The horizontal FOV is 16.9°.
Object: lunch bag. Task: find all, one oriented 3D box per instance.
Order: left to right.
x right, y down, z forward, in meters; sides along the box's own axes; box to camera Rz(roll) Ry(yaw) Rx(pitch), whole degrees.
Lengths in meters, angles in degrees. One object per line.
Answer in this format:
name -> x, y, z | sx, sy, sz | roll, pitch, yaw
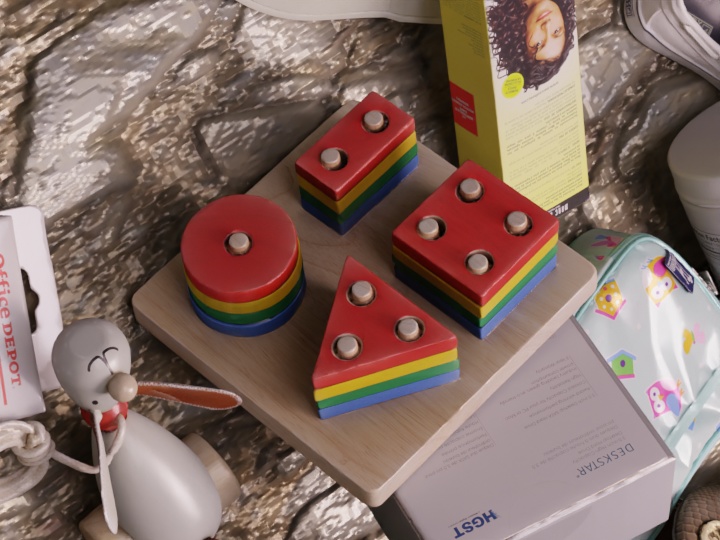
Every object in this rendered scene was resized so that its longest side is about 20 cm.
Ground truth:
lunch bag -> 0.165, 0.081, 1.569 | 0.160, 0.077, 0.200 | 46, 70, -22

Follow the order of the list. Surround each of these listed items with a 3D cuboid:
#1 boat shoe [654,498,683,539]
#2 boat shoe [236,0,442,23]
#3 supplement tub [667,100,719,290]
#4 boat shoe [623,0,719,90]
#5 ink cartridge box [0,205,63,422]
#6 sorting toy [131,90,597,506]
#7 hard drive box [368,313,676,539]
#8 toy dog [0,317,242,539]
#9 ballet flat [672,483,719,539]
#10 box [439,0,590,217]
boat shoe -> 0.254, 0.224, 1.625 | 0.202, 0.075, 0.075 | 47, 70, -22
boat shoe -> -0.013, -0.197, 1.483 | 0.200, 0.073, 0.062 | 5, 46, -23
supplement tub -> 0.297, -0.014, 1.600 | 0.132, 0.132, 0.200 | -37, 115, -23
boat shoe -> 0.271, -0.148, 1.628 | 0.200, 0.065, 0.074 | 16, 83, -29
ink cartridge box -> -0.249, 0.033, 1.341 | 0.200, 0.067, 0.117 | -13, 98, -29
sorting toy -> 0.000, 0.000, 1.408 | 0.199, 0.200, 0.070 | -43, 153, -21
hard drive box -> 0.068, 0.088, 1.434 | 0.156, 0.200, 0.077 | -24, 147, -14
toy dog -> -0.117, 0.117, 1.365 | 0.132, 0.096, 0.200 | -54, 147, -2
ballet flat -> 0.259, 0.165, 1.591 | 0.200, 0.046, 0.068 | -13, 85, -59
box -> 0.095, -0.118, 1.494 | 0.075, 0.050, 0.200 | -31, 133, -25
